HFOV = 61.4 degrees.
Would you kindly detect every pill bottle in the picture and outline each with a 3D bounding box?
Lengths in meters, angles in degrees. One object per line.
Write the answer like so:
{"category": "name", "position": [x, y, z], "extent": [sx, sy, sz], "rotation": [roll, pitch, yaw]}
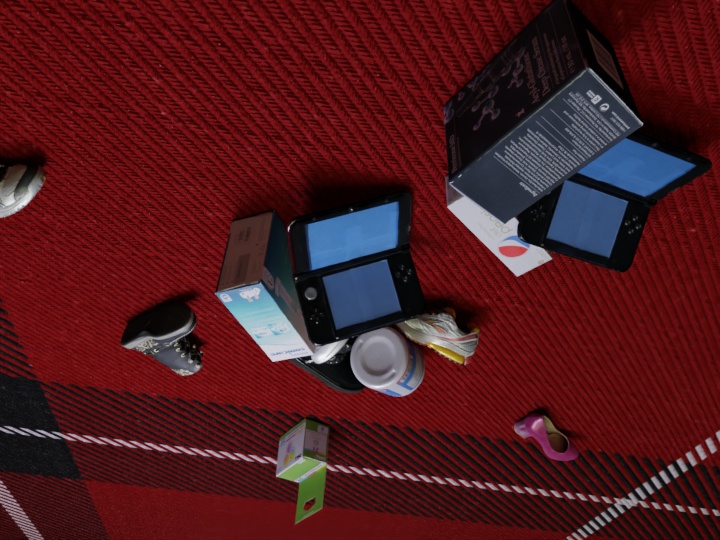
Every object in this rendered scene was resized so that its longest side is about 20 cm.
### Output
{"category": "pill bottle", "position": [0.061, 0.178, 1.148], "extent": [0.109, 0.116, 0.200], "rotation": [-10, 160, 15]}

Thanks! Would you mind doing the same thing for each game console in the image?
{"category": "game console", "position": [0.343, -0.093, 0.832], "extent": [0.195, 0.119, 0.177], "rotation": [15, 97, -14]}
{"category": "game console", "position": [0.000, 0.000, 0.919], "extent": [0.195, 0.177, 0.119], "rotation": [-15, 168, -12]}

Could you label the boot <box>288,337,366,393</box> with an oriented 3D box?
{"category": "boot", "position": [-0.033, 0.158, 1.187], "extent": [0.208, 0.081, 0.157], "rotation": [28, 134, -26]}

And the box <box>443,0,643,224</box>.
{"category": "box", "position": [0.203, -0.184, 0.718], "extent": [0.106, 0.151, 0.199], "rotation": [28, 134, -27]}

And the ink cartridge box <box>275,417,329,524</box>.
{"category": "ink cartridge box", "position": [-0.146, 0.492, 1.489], "extent": [0.074, 0.204, 0.148], "rotation": [24, 136, -24]}

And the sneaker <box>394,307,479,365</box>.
{"category": "sneaker", "position": [0.131, 0.095, 1.121], "extent": [0.196, 0.078, 0.084], "rotation": [25, 101, -12]}

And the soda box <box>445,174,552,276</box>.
{"category": "soda box", "position": [0.210, -0.077, 0.910], "extent": [0.067, 0.065, 0.199], "rotation": [-28, 131, 32]}

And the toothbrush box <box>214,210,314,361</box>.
{"category": "toothbrush box", "position": [-0.142, 0.030, 0.993], "extent": [0.083, 0.149, 0.201], "rotation": [-12, 139, 18]}

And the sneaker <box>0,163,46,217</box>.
{"category": "sneaker", "position": [-0.559, -0.128, 0.888], "extent": [0.195, 0.077, 0.088], "rotation": [-12, 138, 16]}

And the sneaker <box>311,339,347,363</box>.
{"category": "sneaker", "position": [-0.036, 0.067, 1.051], "extent": [0.079, 0.071, 0.203], "rotation": [32, 97, -12]}

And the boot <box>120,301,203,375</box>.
{"category": "boot", "position": [-0.354, 0.139, 1.192], "extent": [0.200, 0.075, 0.154], "rotation": [-17, 138, 31]}

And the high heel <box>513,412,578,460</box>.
{"category": "high heel", "position": [0.468, 0.396, 1.446], "extent": [0.197, 0.068, 0.096], "rotation": [33, 144, -13]}
